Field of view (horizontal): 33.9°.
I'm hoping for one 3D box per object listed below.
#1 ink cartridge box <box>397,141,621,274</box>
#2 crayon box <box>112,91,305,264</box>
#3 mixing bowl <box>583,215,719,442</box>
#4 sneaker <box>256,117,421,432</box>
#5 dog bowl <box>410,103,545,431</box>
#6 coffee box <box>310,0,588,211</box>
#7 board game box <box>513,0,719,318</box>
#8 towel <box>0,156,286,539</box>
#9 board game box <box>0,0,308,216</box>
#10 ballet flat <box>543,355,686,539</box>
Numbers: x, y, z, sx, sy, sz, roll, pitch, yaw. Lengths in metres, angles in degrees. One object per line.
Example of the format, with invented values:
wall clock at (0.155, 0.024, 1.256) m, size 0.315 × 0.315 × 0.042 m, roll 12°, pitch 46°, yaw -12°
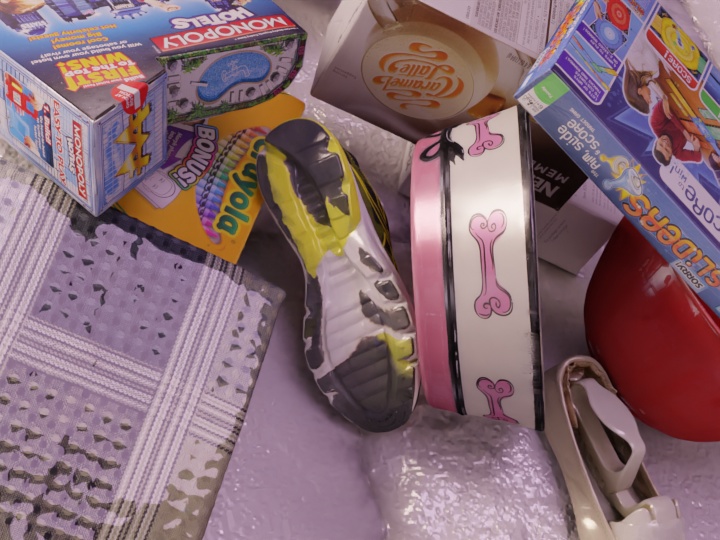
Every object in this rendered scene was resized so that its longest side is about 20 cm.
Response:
ink cartridge box at (0.100, -0.095, 0.903) m, size 0.198 × 0.068 × 0.117 m, roll 25°, pitch 47°, yaw -12°
crayon box at (-0.121, -0.056, 0.752) m, size 0.118 × 0.058 × 0.201 m, roll 26°, pitch 47°, yaw -8°
mixing bowl at (0.229, 0.042, 0.824) m, size 0.199 × 0.108 × 0.202 m, roll 32°, pitch 35°, yaw -26°
sneaker at (0.000, 0.000, 0.750) m, size 0.084 × 0.074 × 0.203 m, roll -11°, pitch 85°, yaw -70°
dog bowl at (0.074, 0.000, 0.738) m, size 0.073 × 0.201 × 0.202 m, roll -3°, pitch 50°, yaw 8°
coffee box at (0.081, -0.138, 0.800) m, size 0.198 × 0.115 × 0.080 m, roll 24°, pitch 51°, yaw -14°
board game box at (0.195, -0.080, 0.733) m, size 0.200 × 0.034 × 0.136 m, roll 45°, pitch 49°, yaw -10°
towel at (-0.155, 0.062, 0.629) m, size 0.191 × 0.035 × 0.202 m, roll 25°, pitch 67°, yaw -12°
board game box at (-0.141, -0.119, 0.689) m, size 0.198 × 0.062 × 0.200 m, roll -15°, pitch 43°, yaw -26°
ballet flat at (0.168, 0.143, 0.757) m, size 0.069 × 0.070 × 0.202 m, roll -4°, pitch 58°, yaw -31°
